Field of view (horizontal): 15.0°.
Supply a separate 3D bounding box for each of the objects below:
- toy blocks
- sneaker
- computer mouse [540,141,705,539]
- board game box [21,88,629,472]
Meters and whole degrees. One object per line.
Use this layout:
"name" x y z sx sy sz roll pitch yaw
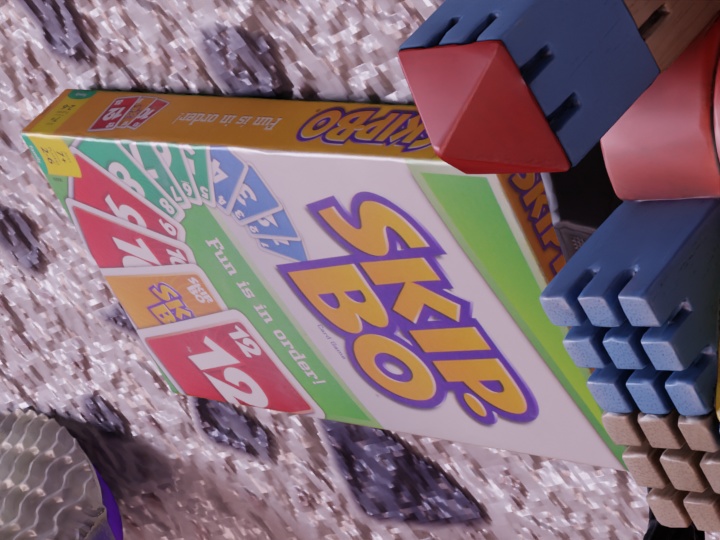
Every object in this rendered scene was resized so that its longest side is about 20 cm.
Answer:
"toy blocks" 0.090 -0.011 0.471 0.100 0.137 0.201 1 129 49
"sneaker" -0.122 0.106 0.946 0.100 0.070 0.200 50 154 -23
"computer mouse" 0.060 0.015 0.525 0.034 0.201 0.059 -15 141 11
"board game box" 0.000 0.000 0.704 0.199 0.030 0.096 4 132 45
